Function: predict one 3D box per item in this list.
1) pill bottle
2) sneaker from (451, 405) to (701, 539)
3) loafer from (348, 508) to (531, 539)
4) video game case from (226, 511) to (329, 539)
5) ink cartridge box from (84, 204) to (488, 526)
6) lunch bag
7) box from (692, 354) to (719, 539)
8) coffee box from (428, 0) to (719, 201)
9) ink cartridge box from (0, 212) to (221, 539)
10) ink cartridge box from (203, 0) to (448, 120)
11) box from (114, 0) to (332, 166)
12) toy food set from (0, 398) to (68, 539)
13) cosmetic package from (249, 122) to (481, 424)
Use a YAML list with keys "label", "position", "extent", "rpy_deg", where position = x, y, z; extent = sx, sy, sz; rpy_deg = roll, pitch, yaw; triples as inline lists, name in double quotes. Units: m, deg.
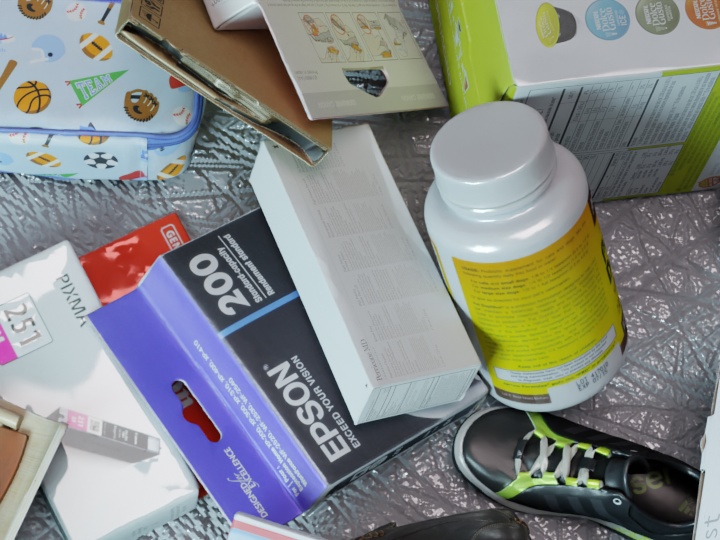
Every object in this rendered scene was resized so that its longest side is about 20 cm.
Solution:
- label: "pill bottle"
  position: [0.106, -0.010, 1.475]
  extent: [0.108, 0.201, 0.110]
  rpy_deg: [-12, 41, 10]
- label: "sneaker"
  position: [0.161, 0.130, 1.497]
  extent: [0.198, 0.083, 0.072]
  rpy_deg: [17, 67, 0]
- label: "loafer"
  position: [0.019, 0.200, 1.471]
  extent: [0.198, 0.073, 0.073]
  rpy_deg: [-5, 36, -2]
- label: "video game case"
  position: [-0.041, 0.269, 1.415]
  extent: [0.142, 0.017, 0.202]
  rpy_deg: [17, 89, 1]
- label: "ink cartridge box"
  position: [-0.049, 0.055, 1.498]
  extent: [0.199, 0.043, 0.199]
  rpy_deg: [-29, 71, -29]
- label: "lunch bag"
  position: [-0.205, -0.147, 1.572]
  extent: [0.198, 0.076, 0.162]
  rpy_deg: [5, 65, -6]
- label: "box"
  position: [0.314, 0.137, 1.469]
  extent: [0.176, 0.096, 0.202]
  rpy_deg: [29, 63, -31]
- label: "coffee box"
  position: [0.163, -0.178, 1.557]
  extent: [0.196, 0.200, 0.201]
  rpy_deg: [-7, 68, -9]
- label: "ink cartridge box"
  position: [-0.156, 0.070, 1.507]
  extent: [0.173, 0.044, 0.201]
  rpy_deg: [-26, 74, -14]
- label: "ink cartridge box"
  position: [-0.034, -0.180, 1.551]
  extent: [0.045, 0.200, 0.177]
  rpy_deg: [-26, 82, 29]
- label: "box"
  position: [-0.087, -0.165, 1.529]
  extent: [0.163, 0.021, 0.201]
  rpy_deg: [33, 26, -18]
- label: "toy food set"
  position: [-0.302, 0.126, 1.434]
  extent: [0.199, 0.060, 0.144]
  rpy_deg: [22, 79, 10]
- label: "cosmetic package"
  position: [0.000, 0.000, 1.490]
  extent: [0.082, 0.051, 0.201]
  rpy_deg: [-9, 59, -26]
